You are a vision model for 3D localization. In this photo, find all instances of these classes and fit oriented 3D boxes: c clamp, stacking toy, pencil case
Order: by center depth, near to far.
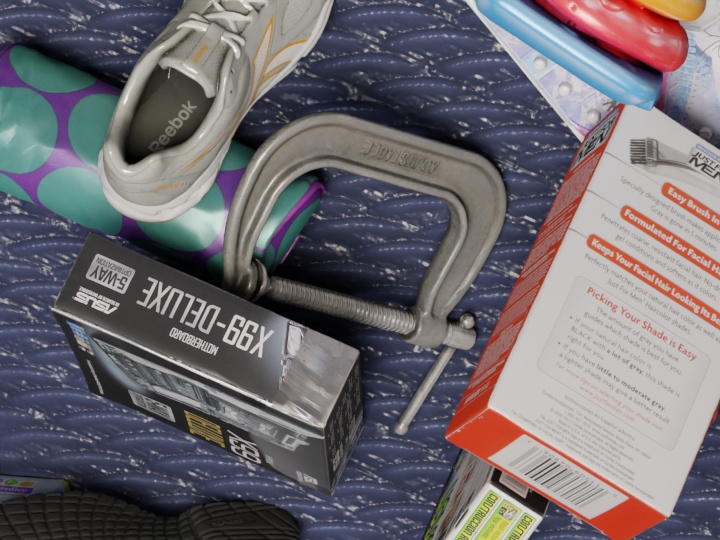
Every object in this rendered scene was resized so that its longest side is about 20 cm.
[{"bbox_3d":[0.152,-0.189,1.386,0.110,0.116,0.200,32,104,-2],"label":"stacking toy"},{"bbox_3d":[0.000,0.000,1.516,0.200,0.027,0.171,22,108,-38],"label":"c clamp"},{"bbox_3d":[-0.126,-0.052,1.545,0.200,0.092,0.085,25,74,4],"label":"pencil case"}]

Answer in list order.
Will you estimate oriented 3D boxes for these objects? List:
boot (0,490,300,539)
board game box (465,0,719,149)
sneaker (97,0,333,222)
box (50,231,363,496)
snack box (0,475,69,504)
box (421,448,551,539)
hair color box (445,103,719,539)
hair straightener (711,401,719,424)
[{"bbox_3d":[-0.136,0.205,1.644,0.200,0.070,0.132,6,116,-10],"label":"boot"},{"bbox_3d":[0.161,-0.156,1.457,0.200,0.026,0.200,-35,102,25],"label":"board game box"},{"bbox_3d":[-0.072,-0.118,1.461,0.076,0.092,0.200,27,83,4],"label":"sneaker"},{"bbox_3d":[-0.079,0.055,1.525,0.158,0.200,0.050,24,77,6],"label":"box"},{"bbox_3d":[-0.274,0.194,1.712,0.200,0.053,0.142,3,113,13],"label":"snack box"},{"bbox_3d":[0.075,0.113,1.504,0.035,0.200,0.110,32,118,-2],"label":"box"},{"bbox_3d":[0.136,0.024,1.422,0.111,0.200,0.064,32,154,-9],"label":"hair color box"},{"bbox_3d":[0.184,0.071,1.503,0.200,0.077,0.041,-33,84,38],"label":"hair straightener"}]
